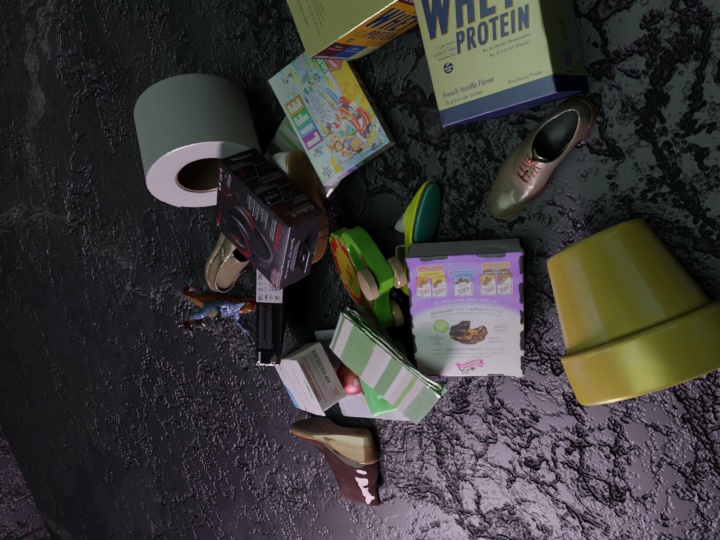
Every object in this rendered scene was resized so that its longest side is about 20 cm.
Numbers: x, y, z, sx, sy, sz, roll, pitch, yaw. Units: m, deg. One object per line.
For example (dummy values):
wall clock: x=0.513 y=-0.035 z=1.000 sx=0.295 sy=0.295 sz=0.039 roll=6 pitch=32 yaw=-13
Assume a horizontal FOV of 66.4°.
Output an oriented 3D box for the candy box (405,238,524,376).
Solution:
candy box: x=0.162 y=0.059 z=0.840 sx=0.167 sy=0.072 sz=0.201 roll=-2 pitch=110 yaw=12

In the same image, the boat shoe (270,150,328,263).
boat shoe: x=-0.109 y=-0.110 z=0.952 sx=0.069 sy=0.071 sz=0.201 roll=13 pitch=122 yaw=40

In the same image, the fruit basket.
fruit basket: x=0.009 y=0.191 z=1.030 sx=0.200 sy=0.094 sz=0.186 roll=-10 pitch=101 yaw=51

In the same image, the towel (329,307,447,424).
towel: x=0.036 y=0.157 z=0.888 sx=0.200 sy=0.023 sz=0.153 roll=38 pitch=147 yaw=11

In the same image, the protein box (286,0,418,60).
protein box: x=0.002 y=-0.431 z=0.761 sx=0.199 sy=0.135 sz=0.199 roll=-17 pitch=96 yaw=37

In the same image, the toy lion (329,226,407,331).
toy lion: x=0.000 y=0.000 z=0.906 sx=0.192 sy=0.068 sz=0.200 roll=58 pitch=164 yaw=30

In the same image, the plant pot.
plant pot: x=0.335 y=0.046 z=0.694 sx=0.200 sy=0.200 sz=0.190 roll=-30 pitch=75 yaw=37

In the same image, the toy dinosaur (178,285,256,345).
toy dinosaur: x=-0.302 y=0.076 z=1.180 sx=0.181 sy=0.105 sz=0.201 roll=-32 pitch=76 yaw=17

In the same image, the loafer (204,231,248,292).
loafer: x=-0.258 y=-0.028 z=1.115 sx=0.067 sy=0.076 sz=0.201 roll=38 pitch=124 yaw=23

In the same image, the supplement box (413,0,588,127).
supplement box: x=0.172 y=-0.295 z=0.660 sx=0.134 sy=0.200 sz=0.201 roll=-9 pitch=101 yaw=34

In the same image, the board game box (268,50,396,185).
board game box: x=-0.048 y=-0.259 z=0.894 sx=0.134 sy=0.034 sz=0.201 roll=-30 pitch=87 yaw=23

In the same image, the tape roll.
tape roll: x=-0.280 y=-0.221 z=0.960 sx=0.202 sy=0.202 sz=0.140 roll=-31 pitch=67 yaw=37

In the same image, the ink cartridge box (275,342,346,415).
ink cartridge box: x=-0.095 y=0.202 z=1.043 sx=0.116 sy=0.068 sz=0.200 roll=63 pitch=157 yaw=-3

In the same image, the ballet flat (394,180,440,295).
ballet flat: x=0.087 y=-0.048 z=0.893 sx=0.067 sy=0.067 sz=0.201 roll=16 pitch=117 yaw=38

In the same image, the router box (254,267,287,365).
router box: x=-0.167 y=0.056 z=1.042 sx=0.051 sy=0.149 sz=0.201 roll=3 pitch=112 yaw=-5

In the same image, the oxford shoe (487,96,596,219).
oxford shoe: x=0.232 y=-0.149 z=0.751 sx=0.070 sy=0.075 sz=0.200 roll=40 pitch=124 yaw=13

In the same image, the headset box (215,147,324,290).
headset box: x=-0.147 y=-0.077 z=0.897 sx=0.200 sy=0.075 sz=0.149 roll=43 pitch=140 yaw=21

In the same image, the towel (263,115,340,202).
towel: x=-0.121 y=-0.169 z=0.999 sx=0.153 sy=0.023 sz=0.200 roll=48 pitch=124 yaw=9

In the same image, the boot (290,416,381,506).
boot: x=-0.052 y=0.398 z=1.137 sx=0.199 sy=0.072 sz=0.167 roll=2 pitch=106 yaw=29
